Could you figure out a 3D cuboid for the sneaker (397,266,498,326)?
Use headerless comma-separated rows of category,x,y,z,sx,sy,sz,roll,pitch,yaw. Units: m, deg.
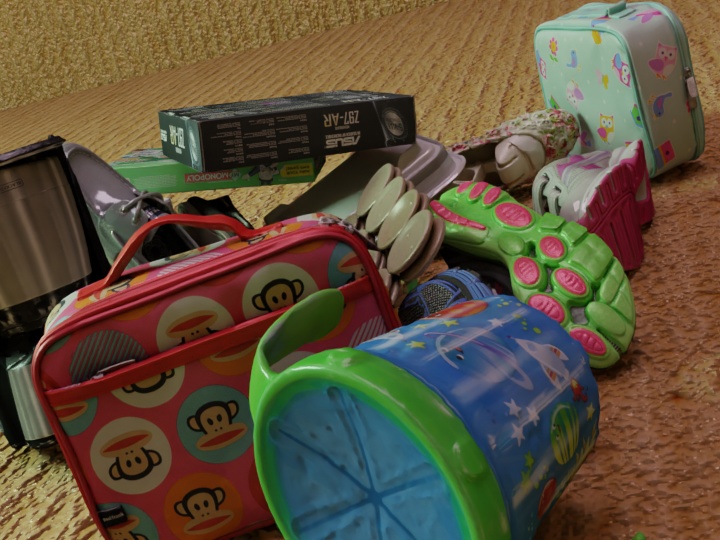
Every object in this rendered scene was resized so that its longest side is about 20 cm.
sneaker,0.061,0.054,0.648,0.078,0.076,0.200,-23,18,-13

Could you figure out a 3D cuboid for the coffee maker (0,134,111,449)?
coffee maker,-0.233,0.013,0.783,0.134,0.202,0.192,-19,9,3

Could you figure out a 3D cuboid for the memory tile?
memory tile,0.000,0.000,0.795,0.154,0.017,0.200,-56,17,10

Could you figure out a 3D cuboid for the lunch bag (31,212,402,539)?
lunch bag,-0.074,0.051,0.593,0.198,0.178,0.082,-21,16,-4

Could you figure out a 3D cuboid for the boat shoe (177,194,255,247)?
boat shoe,-0.108,-0.024,0.965,0.057,0.067,0.200,-22,34,-22

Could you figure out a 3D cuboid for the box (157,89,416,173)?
box,-0.070,-0.131,0.963,0.198,0.044,0.160,-10,15,-21

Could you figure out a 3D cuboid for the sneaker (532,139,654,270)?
sneaker,0.177,-0.047,0.840,0.087,0.082,0.200,-8,12,24

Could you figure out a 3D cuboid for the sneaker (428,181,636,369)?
sneaker,0.120,0.007,0.727,0.076,0.084,0.200,-33,40,-8

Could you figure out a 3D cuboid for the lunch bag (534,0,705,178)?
lunch bag,0.246,-0.179,1.015,0.076,0.162,0.200,-20,18,-14

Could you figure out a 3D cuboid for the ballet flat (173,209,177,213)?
ballet flat,-0.220,-0.032,1.094,0.199,0.073,0.072,-4,22,34

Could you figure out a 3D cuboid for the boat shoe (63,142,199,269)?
boat shoe,-0.174,-0.031,0.863,0.071,0.201,0.070,-30,14,43

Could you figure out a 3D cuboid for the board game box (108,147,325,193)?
board game box,-0.137,-0.101,1.017,0.198,0.029,0.135,-4,15,4

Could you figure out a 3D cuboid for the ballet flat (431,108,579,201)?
ballet flat,0.122,-0.097,1.038,0.198,0.076,0.064,-20,27,15

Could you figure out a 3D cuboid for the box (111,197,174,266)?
box,-0.254,-0.004,0.991,0.101,0.114,0.199,-27,23,-37

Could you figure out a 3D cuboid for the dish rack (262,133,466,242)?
dish rack,-0.011,-0.067,0.993,0.200,0.044,0.172,-40,24,-6

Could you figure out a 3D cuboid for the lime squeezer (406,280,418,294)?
lime squeezer,0.069,-0.025,0.913,0.070,0.038,0.200,0,23,37

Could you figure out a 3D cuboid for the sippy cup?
sippy cup,0.041,0.079,0.493,0.130,0.179,0.139,-28,1,-41
